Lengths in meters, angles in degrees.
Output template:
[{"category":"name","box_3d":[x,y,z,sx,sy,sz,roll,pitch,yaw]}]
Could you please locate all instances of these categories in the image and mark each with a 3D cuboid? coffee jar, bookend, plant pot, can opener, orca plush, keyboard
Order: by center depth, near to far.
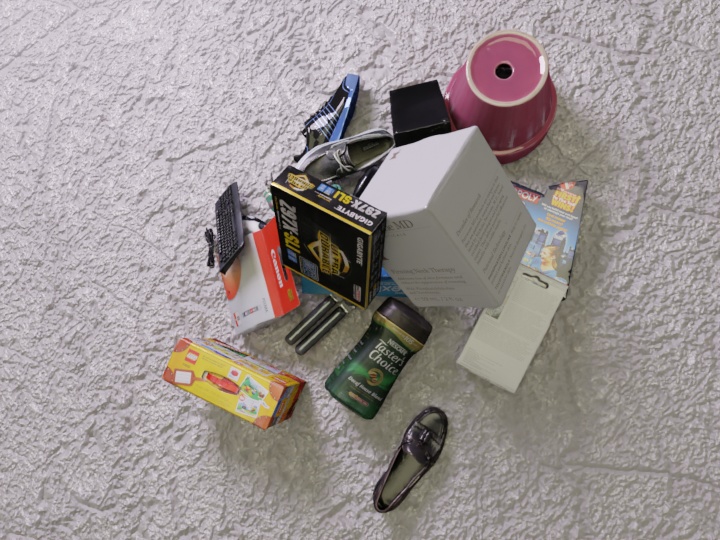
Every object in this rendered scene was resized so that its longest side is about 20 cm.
[{"category":"plant pot","box_3d":[0.241,-0.302,0.946,0.199,0.179,0.201,-1,82,8]},{"category":"coffee jar","box_3d":[0.033,0.149,0.962,0.104,0.085,0.200,35,89,-6]},{"category":"bookend","box_3d":[0.117,-0.200,0.983,0.092,0.199,0.201,-11,125,8]},{"category":"can opener","box_3d":[-0.052,0.071,1.001,0.200,0.066,0.053,-42,91,1]},{"category":"can opener","box_3d":[0.000,-0.091,1.016,0.078,0.063,0.200,29,90,-8]},{"category":"keyboard","box_3d":[-0.254,-0.068,1.016,0.127,0.021,0.200,-50,36,26]},{"category":"orca plush","box_3d":[-0.140,-0.057,1.030,0.199,0.105,0.071,20,51,22]}]

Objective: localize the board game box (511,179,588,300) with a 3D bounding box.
[{"category":"board game box","box_3d":[0.299,-0.080,0.963,0.199,0.062,0.200,26,89,13]}]

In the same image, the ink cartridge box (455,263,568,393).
[{"category":"ink cartridge box","box_3d":[0.254,0.092,0.939,0.109,0.050,0.201,27,97,12]}]

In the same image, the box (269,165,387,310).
[{"category":"box","box_3d":[-0.045,-0.042,0.806,0.159,0.200,0.049,30,61,15]}]

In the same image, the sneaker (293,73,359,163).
[{"category":"sneaker","box_3d":[-0.063,-0.283,1.047,0.078,0.070,0.201,20,87,4]}]

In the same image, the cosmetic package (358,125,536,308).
[{"category":"cosmetic package","box_3d":[0.122,-0.070,0.818,0.167,0.200,0.167,-3,47,49]}]

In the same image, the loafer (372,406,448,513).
[{"category":"loafer","box_3d":[0.087,0.326,0.944,0.072,0.063,0.200,32,89,12]}]

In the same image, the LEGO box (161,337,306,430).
[{"category":"LEGO box","box_3d":[-0.213,0.191,0.968,0.199,0.149,0.077,23,87,11]}]

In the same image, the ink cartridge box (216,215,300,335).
[{"category":"ink cartridge box","box_3d":[-0.185,0.016,0.975,0.050,0.200,0.163,-10,78,-33]}]

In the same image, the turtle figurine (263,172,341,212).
[{"category":"turtle figurine","box_3d":[-0.099,-0.104,0.957,0.149,0.200,0.101,9,92,16]}]

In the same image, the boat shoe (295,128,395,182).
[{"category":"boat shoe","box_3d":[-0.029,-0.203,0.990,0.200,0.071,0.072,-29,107,-7]}]

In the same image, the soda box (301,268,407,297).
[{"category":"soda box","box_3d":[0.000,0.000,0.943,0.199,0.068,0.064,2,57,-4]}]
